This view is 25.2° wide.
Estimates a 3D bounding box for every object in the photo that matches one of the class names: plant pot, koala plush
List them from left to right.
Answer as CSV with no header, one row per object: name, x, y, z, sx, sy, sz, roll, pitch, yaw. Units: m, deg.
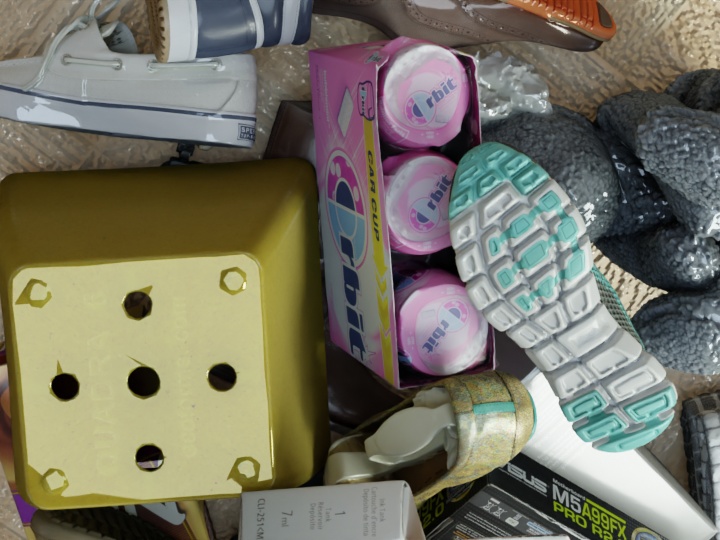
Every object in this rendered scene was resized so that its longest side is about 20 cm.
plant pot,-0.118,0.046,0.940,0.200,0.176,0.200,-3,99,-3
koala plush,0.145,-0.053,1.018,0.200,0.184,0.177,4,123,13

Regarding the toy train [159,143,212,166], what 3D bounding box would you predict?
toy train,-0.092,-0.110,1.030,0.046,0.034,0.200,14,104,-12

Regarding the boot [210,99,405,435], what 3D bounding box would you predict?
boot,0.000,0.000,1.058,0.186,0.064,0.200,23,97,-13

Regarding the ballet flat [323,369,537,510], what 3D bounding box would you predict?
ballet flat,0.020,0.110,0.951,0.071,0.071,0.200,41,138,-13

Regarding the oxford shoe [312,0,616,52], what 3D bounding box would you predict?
oxford shoe,0.062,-0.169,1.020,0.200,0.071,0.073,17,123,-5

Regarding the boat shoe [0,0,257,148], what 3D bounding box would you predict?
boat shoe,-0.158,-0.127,0.990,0.202,0.075,0.086,7,91,15

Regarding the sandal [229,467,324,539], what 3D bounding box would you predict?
sandal,-0.011,0.153,1.088,0.200,0.048,0.075,-33,135,27

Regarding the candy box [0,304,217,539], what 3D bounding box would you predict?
candy box,-0.171,0.135,1.078,0.117,0.056,0.200,-16,107,-1

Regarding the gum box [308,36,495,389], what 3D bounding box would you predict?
gum box,0.023,-0.043,0.963,0.066,0.113,0.200,-10,105,-19

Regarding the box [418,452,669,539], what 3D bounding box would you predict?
box,0.107,0.205,1.014,0.200,0.044,0.160,31,125,-19

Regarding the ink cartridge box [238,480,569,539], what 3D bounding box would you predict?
ink cartridge box,0.037,0.182,0.914,0.173,0.044,0.200,-6,144,8

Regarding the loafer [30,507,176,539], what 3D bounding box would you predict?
loafer,-0.125,0.211,1.035,0.200,0.076,0.067,27,94,-13

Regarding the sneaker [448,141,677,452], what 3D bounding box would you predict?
sneaker,0.106,0.010,0.925,0.078,0.091,0.200,-28,110,6

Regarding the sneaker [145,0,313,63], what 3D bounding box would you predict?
sneaker,-0.078,-0.219,0.963,0.108,0.070,0.200,-4,75,-13

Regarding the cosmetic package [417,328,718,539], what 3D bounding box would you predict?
cosmetic package,0.132,0.118,1.052,0.090,0.107,0.200,-45,120,7

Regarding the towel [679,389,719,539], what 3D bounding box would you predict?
towel,0.312,0.172,1.117,0.166,0.086,0.200,-9,104,-4
